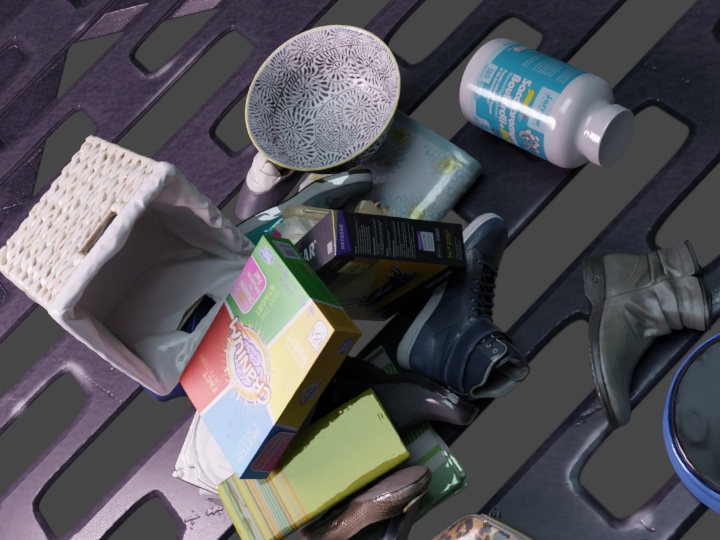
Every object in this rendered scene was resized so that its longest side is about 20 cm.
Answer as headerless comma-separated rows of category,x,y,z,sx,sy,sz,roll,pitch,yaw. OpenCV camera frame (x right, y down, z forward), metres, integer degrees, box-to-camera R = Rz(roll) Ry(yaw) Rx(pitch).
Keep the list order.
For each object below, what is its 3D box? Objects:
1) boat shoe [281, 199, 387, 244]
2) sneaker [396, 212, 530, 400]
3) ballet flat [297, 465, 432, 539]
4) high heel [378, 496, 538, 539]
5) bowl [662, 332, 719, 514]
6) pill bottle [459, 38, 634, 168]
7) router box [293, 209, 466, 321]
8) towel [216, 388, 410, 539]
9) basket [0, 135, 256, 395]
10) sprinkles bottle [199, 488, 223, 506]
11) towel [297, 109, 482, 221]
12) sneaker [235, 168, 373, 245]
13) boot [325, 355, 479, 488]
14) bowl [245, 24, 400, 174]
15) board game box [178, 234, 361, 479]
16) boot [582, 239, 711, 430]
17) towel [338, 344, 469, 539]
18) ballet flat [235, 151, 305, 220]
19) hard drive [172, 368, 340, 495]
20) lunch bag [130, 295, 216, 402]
boat shoe,0.004,-0.048,1.300,0.197,0.074,0.070,1,73,-20
sneaker,0.143,0.045,1.245,0.145,0.077,0.204,25,86,46
ballet flat,0.008,0.254,1.172,0.199,0.067,0.047,-36,84,38
high heel,0.098,0.313,1.142,0.198,0.071,0.144,16,80,32
bowl,0.392,0.143,1.098,0.198,0.039,0.203,-12,59,20
pill bottle,0.220,-0.190,1.325,0.199,0.111,0.111,32,80,36
router box,0.000,0.000,1.243,0.200,0.155,0.053,142,128,-58
towel,-0.050,0.212,1.187,0.199,0.018,0.087,-33,73,2
basket,-0.251,-0.007,1.242,0.160,0.200,0.199,26,76,41
sprinkles bottle,-0.127,0.175,1.323,0.067,0.068,0.202,3,65,28
towel,0.033,-0.110,1.417,0.199,0.048,0.172,37,86,36
sneaker,-0.056,-0.033,1.364,0.198,0.083,0.122,-26,78,24
boot,0.030,0.177,1.224,0.198,0.070,0.133,10,73,44
bowl,-0.033,-0.193,1.400,0.198,0.094,0.203,-7,66,16
board game box,-0.099,0.090,1.171,0.153,0.040,0.201,49,117,37
boot,0.303,0.061,1.176,0.129,0.068,0.203,-7,62,16
towel,0.015,0.201,1.267,0.152,0.023,0.201,-37,55,5
ballet flat,-0.098,-0.148,1.489,0.199,0.073,0.073,-39,53,2
hard drive,-0.111,0.157,1.252,0.138,0.038,0.202,17,77,23
lunch bag,-0.201,0.049,1.388,0.131,0.136,0.202,-10,58,21
